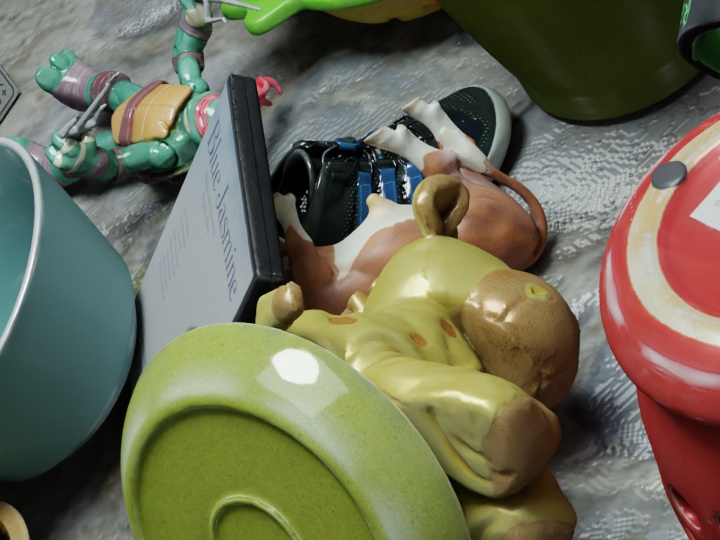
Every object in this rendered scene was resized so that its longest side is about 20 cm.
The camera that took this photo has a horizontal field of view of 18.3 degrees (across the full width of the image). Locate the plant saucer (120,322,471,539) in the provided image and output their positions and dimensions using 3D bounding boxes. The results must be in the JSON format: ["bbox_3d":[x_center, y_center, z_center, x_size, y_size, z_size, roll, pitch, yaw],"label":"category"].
[{"bbox_3d":[-0.038,0.121,1.014,0.199,0.201,0.031,4,26,36],"label":"plant saucer"}]

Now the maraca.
[{"bbox_3d":[0.004,-0.203,1.366,0.199,0.107,0.137,-17,35,25],"label":"maraca"}]

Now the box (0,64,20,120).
[{"bbox_3d":[-0.328,-0.069,1.495,0.116,0.060,0.200,3,53,36],"label":"box"}]

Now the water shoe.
[{"bbox_3d":[-0.001,-0.044,1.235,0.200,0.079,0.071,-42,41,-8],"label":"water shoe"}]

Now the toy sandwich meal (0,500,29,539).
[{"bbox_3d":[-0.259,0.184,1.172,0.205,0.070,0.206,-31,31,21],"label":"toy sandwich meal"}]

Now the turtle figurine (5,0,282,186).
[{"bbox_3d":[-0.134,-0.097,1.363,0.200,0.101,0.150,-5,38,48],"label":"turtle figurine"}]

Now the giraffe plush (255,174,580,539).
[{"bbox_3d":[0.036,0.052,1.062,0.200,0.173,0.162,34,44,12],"label":"giraffe plush"}]

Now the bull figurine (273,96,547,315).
[{"bbox_3d":[0.000,0.000,1.180,0.200,0.122,0.065,-32,8,-9],"label":"bull figurine"}]

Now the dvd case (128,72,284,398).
[{"bbox_3d":[-0.085,0.017,1.169,0.200,0.017,0.143,118,153,-42],"label":"dvd case"}]

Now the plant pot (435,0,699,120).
[{"bbox_3d":[0.111,-0.190,1.213,0.200,0.193,0.201,-18,42,18],"label":"plant pot"}]

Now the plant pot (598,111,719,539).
[{"bbox_3d":[0.205,0.035,0.945,0.200,0.183,0.201,-20,44,20],"label":"plant pot"}]

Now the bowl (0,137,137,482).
[{"bbox_3d":[-0.199,0.037,1.245,0.200,0.105,0.202,-30,46,37],"label":"bowl"}]

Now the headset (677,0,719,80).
[{"bbox_3d":[0.255,-0.098,1.100,0.199,0.124,0.094,6,78,16],"label":"headset"}]
